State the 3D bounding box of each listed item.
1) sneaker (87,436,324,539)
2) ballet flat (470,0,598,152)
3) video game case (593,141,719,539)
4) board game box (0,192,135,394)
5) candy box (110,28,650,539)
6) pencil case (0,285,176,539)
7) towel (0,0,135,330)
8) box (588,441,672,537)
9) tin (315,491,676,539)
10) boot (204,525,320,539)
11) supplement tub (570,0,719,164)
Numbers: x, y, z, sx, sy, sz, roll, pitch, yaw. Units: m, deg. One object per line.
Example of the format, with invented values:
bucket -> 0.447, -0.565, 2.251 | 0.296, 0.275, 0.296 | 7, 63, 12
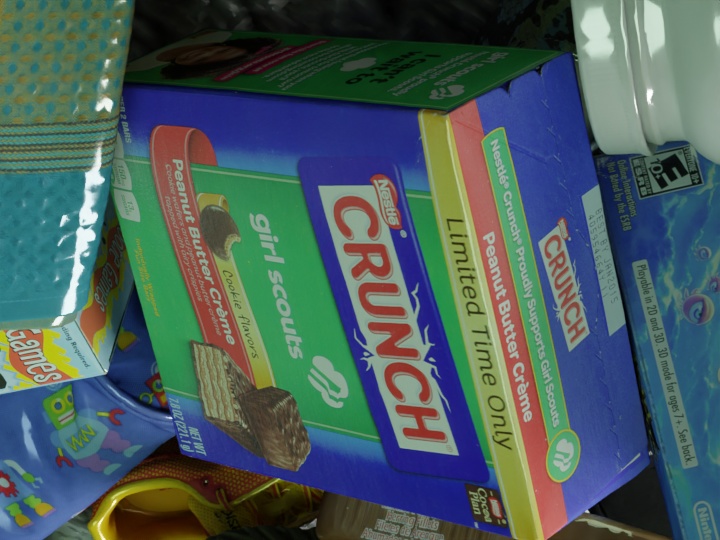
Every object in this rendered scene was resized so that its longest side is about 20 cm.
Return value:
sneaker -> -0.034, 0.099, 0.990 | 0.199, 0.077, 0.073 | -18, 124, 22
ballet flat -> 0.056, -0.041, 0.854 | 0.074, 0.075, 0.201 | 24, 131, -11
video game case -> 0.193, 0.034, 0.783 | 0.180, 0.202, 0.046 | -12, 159, 1
board game box -> -0.205, -0.009, 0.907 | 0.198, 0.105, 0.103 | -12, 128, 19
candy box -> 0.000, 0.000, 0.811 | 0.199, 0.077, 0.171 | 8, 120, 43
pencil case -> -0.153, 0.074, 0.989 | 0.087, 0.078, 0.200 | 43, 126, -15
towel -> -0.153, -0.064, 0.757 | 0.145, 0.022, 0.201 | -2, 122, -26
box -> 0.207, 0.083, 0.923 | 0.198, 0.087, 0.164 | -14, 128, 22
tin -> 0.061, 0.114, 0.874 | 0.111, 0.042, 0.199 | 26, 167, -34
boot -> -0.047, 0.191, 1.018 | 0.174, 0.067, 0.200 | -7, 151, -29
supplement tub -> 0.176, -0.108, 0.721 | 0.198, 0.141, 0.141 | -4, 131, 14
